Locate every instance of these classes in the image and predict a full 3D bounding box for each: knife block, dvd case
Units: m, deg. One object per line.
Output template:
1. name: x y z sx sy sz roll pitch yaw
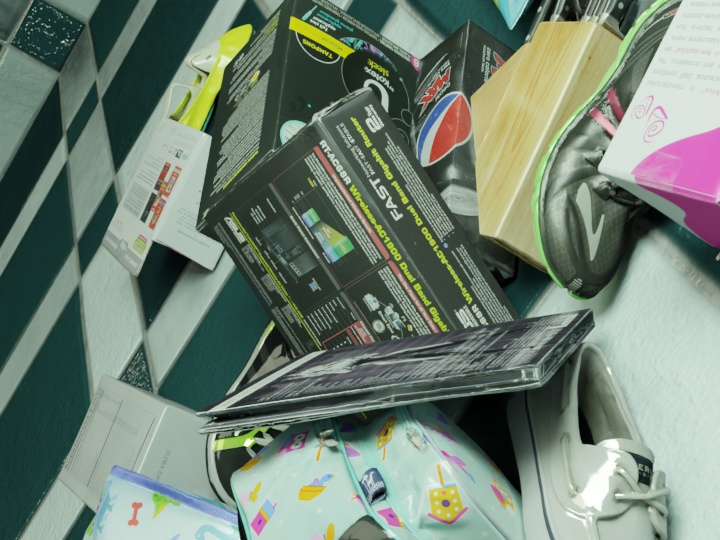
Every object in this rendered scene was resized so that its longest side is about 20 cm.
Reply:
1. knife block: 0.152 -0.122 0.796 0.175 0.063 0.202 -42 33 38
2. dvd case: 0.024 0.057 0.685 0.197 0.148 0.016 -10 95 23

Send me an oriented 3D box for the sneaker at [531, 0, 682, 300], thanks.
1. sneaker: 0.168 -0.077 0.715 0.202 0.076 0.084 -64 22 2

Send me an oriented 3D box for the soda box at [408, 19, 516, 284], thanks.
1. soda box: 0.077 -0.082 0.891 0.063 0.070 0.203 -31 41 46

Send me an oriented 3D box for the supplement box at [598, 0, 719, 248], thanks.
1. supplement box: 0.225 -0.111 0.612 0.202 0.102 0.101 -62 27 1

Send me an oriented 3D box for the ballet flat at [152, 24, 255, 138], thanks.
1. ballet flat: -0.209 -0.241 1.564 0.202 0.066 0.067 -60 26 6

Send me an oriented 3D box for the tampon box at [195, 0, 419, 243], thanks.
1. tampon box: -0.038 -0.110 1.039 0.126 0.148 0.203 -38 36 41

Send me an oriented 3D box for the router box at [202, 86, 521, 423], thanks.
1. router box: 0.000 0.000 0.819 0.149 0.202 0.062 -31 4 46

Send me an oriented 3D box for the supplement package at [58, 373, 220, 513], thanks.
1. supplement package: -0.182 0.176 1.090 0.199 0.109 0.115 9 74 62

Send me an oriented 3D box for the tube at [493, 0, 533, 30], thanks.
1. tube: 0.120 -0.233 0.923 0.078 0.050 0.200 -62 13 16

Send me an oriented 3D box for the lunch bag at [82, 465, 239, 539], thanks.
1. lunch bag: -0.118 0.260 0.887 0.197 0.127 0.173 12 75 33

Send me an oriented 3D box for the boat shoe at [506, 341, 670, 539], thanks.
1. boat shoe: 0.129 0.117 0.625 0.066 0.071 0.201 -51 22 27

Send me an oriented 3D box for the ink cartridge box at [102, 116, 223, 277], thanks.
1. ink cartridge box: -0.213 -0.074 1.403 0.178 0.083 0.200 -63 26 1

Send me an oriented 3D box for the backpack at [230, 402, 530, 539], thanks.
1. backpack: 0.018 0.159 0.671 0.153 0.176 0.200 -46 25 -5

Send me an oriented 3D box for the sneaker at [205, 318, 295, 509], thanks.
1. sneaker: -0.064 0.101 0.984 0.082 0.071 0.203 -2 65 59
